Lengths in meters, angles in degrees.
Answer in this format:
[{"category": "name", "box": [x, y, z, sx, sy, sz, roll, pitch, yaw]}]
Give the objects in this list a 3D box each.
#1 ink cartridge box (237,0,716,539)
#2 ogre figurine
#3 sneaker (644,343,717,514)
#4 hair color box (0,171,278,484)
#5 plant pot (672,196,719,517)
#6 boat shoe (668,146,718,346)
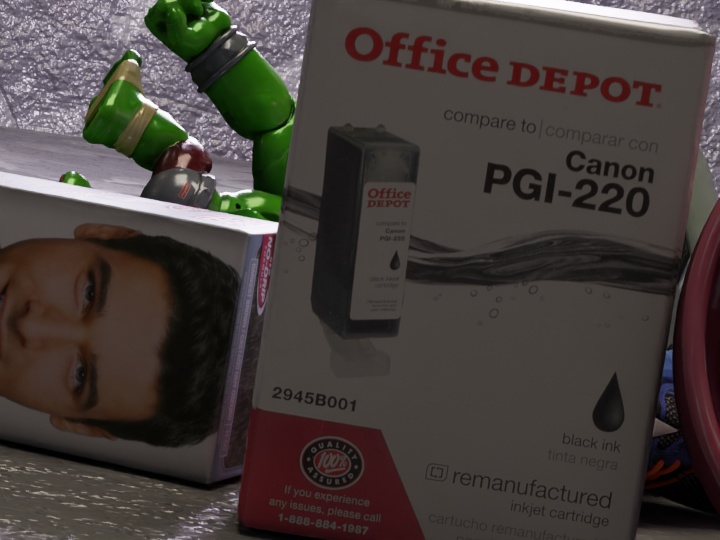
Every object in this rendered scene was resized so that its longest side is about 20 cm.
[{"category": "ink cartridge box", "box": [0.041, 0.000, 1.018, 0.145, 0.201, 0.085, 8, 4, 1]}, {"category": "ogre figurine", "box": [-0.079, -0.017, 1.235, 0.120, 0.200, 0.098, 32, -40, -11]}, {"category": "sneaker", "box": [0.088, 0.068, 1.143, 0.199, 0.079, 0.075, 21, -37, -29]}, {"category": "hair color box", "box": [-0.132, 0.015, 1.121, 0.199, 0.099, 0.061, 11, 5, 18]}, {"category": "plant pot", "box": [0.210, 0.041, 1.033, 0.199, 0.201, 0.179, 9, -11, 6]}, {"category": "boat shoe", "box": [0.111, 0.000, 1.277, 0.086, 0.075, 0.202, -11, 20, 20]}]
